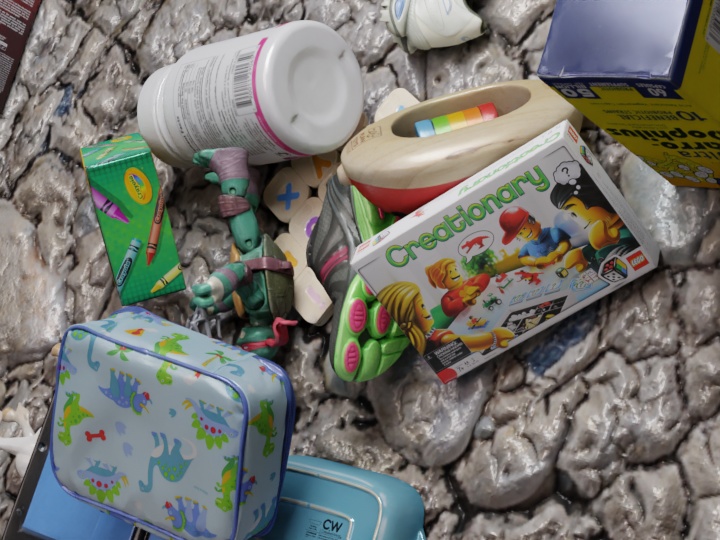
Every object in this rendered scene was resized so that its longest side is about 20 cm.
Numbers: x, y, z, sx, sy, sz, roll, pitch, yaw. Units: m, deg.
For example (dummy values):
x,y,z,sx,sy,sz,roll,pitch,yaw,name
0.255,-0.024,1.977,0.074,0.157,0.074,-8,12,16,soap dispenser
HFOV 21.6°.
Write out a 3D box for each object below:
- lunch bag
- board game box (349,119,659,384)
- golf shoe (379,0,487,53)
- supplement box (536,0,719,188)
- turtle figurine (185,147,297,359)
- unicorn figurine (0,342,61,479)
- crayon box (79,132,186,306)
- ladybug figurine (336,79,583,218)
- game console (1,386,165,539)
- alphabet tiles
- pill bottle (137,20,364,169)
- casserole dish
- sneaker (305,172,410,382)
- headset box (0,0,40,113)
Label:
x,y,z,sx,sy,sz,roll,pitch,yaw,name
-0.152,0.128,1.487,0.199,0.082,0.162,17,109,30,lunch bag
0.108,-0.011,1.421,0.199,0.126,0.035,-31,18,24,board game box
0.081,-0.281,1.610,0.097,0.078,0.201,2,77,21,golf shoe
0.230,-0.143,1.326,0.108,0.200,0.110,6,74,40,supplement box
-0.104,0.005,1.586,0.150,0.100,0.201,127,140,-71,turtle figurine
-0.270,0.154,1.677,0.200,0.074,0.137,-48,59,4,unicorn figurine
-0.196,-0.048,1.611,0.058,0.120,0.200,-15,10,-7,crayon box
0.080,-0.091,1.475,0.199,0.072,0.136,-14,23,4,ladybug figurine
-0.189,0.172,1.570,0.172,0.118,0.201,3,72,58,game console
-0.001,-0.054,1.598,0.200,0.015,0.196,-51,48,9,alphabet tiles
-0.100,-0.147,1.642,0.199,0.113,0.114,-5,67,49,pill bottle
-0.036,0.209,1.493,0.199,0.039,0.122,10,77,40,casserole dish
0.000,0.000,1.526,0.084,0.076,0.201,-27,51,47,sneaker
-0.417,-0.274,1.989,0.148,0.075,0.201,9,76,41,headset box
